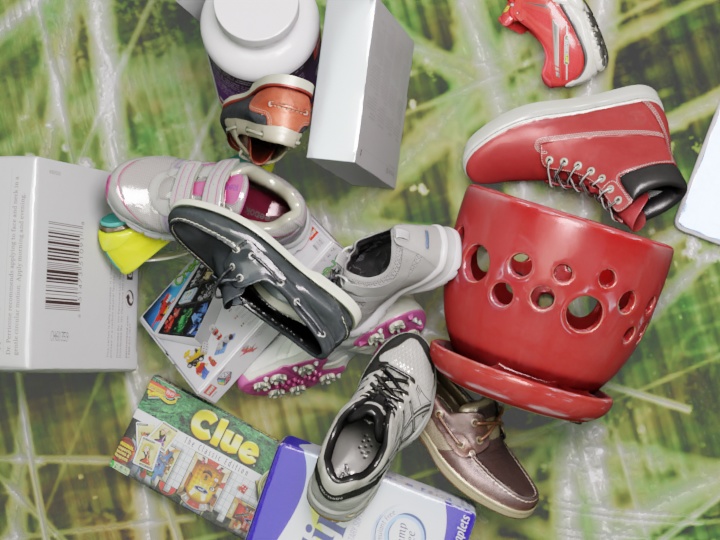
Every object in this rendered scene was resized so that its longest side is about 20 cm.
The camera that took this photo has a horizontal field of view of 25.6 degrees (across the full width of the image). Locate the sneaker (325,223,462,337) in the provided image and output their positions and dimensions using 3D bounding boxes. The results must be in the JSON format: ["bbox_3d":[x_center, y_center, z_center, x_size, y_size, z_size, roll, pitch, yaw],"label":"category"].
[{"bbox_3d":[0.000,0.000,1.454,0.200,0.082,0.075,-33,49,40],"label":"sneaker"}]

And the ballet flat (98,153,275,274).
[{"bbox_3d":[-0.163,-0.055,1.550,0.199,0.067,0.067,-28,113,-24],"label":"ballet flat"}]

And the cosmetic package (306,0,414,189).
[{"bbox_3d":[0.003,-0.164,1.492,0.051,0.200,0.152,5,86,12],"label":"cosmetic package"}]

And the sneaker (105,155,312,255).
[{"bbox_3d":[-0.136,-0.071,1.471,0.199,0.088,0.082,8,73,-10],"label":"sneaker"}]

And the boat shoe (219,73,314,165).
[{"bbox_3d":[-0.090,-0.130,1.470,0.071,0.200,0.063,11,81,-16],"label":"boat shoe"}]

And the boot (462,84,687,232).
[{"bbox_3d":[0.199,-0.088,1.488,0.199,0.073,0.145,-14,53,8],"label":"boot"}]

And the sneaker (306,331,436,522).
[{"bbox_3d":[0.020,0.133,1.435,0.075,0.088,0.200,24,61,7],"label":"sneaker"}]

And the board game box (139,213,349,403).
[{"bbox_3d":[-0.117,0.016,1.561,0.200,0.035,0.126,-48,51,5],"label":"board game box"}]

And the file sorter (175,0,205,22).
[{"bbox_3d":[-0.130,-0.328,1.532,0.138,0.200,0.125,-34,77,7],"label":"file sorter"}]

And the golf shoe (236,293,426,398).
[{"bbox_3d":[-0.036,0.058,1.560,0.199,0.075,0.092,-24,65,7],"label":"golf shoe"}]

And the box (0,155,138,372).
[{"bbox_3d":[-0.315,-0.001,1.532,0.130,0.200,0.200,1,87,22],"label":"box"}]

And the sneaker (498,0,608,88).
[{"bbox_3d":[0.168,-0.271,1.534,0.085,0.077,0.201,-24,82,13],"label":"sneaker"}]

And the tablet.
[{"bbox_3d":[0.394,-0.112,1.511,0.130,0.014,0.201,21,91,11],"label":"tablet"}]

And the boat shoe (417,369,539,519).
[{"bbox_3d":[0.102,0.149,1.511,0.200,0.072,0.072,47,121,16],"label":"boat shoe"}]

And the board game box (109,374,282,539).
[{"bbox_3d":[-0.144,0.195,1.588,0.199,0.023,0.105,26,89,11],"label":"board game box"}]

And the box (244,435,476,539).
[{"bbox_3d":[-0.011,0.277,1.503,0.199,0.105,0.185,19,89,3],"label":"box"}]

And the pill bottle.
[{"bbox_3d":[-0.092,-0.215,1.507,0.112,0.200,0.113,0,76,0],"label":"pill bottle"}]

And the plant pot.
[{"bbox_3d":[0.167,0.033,1.451,0.200,0.200,0.183,18,92,11],"label":"plant pot"}]

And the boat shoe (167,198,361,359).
[{"bbox_3d":[-0.097,0.013,1.419,0.199,0.074,0.066,36,58,-8],"label":"boat shoe"}]
